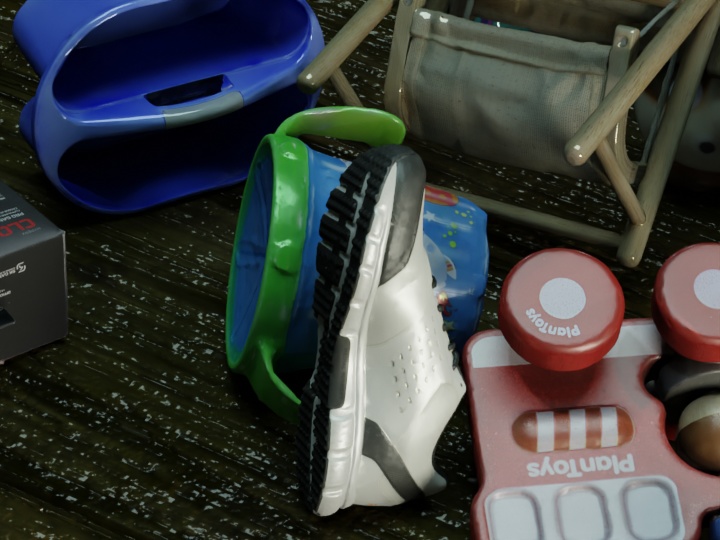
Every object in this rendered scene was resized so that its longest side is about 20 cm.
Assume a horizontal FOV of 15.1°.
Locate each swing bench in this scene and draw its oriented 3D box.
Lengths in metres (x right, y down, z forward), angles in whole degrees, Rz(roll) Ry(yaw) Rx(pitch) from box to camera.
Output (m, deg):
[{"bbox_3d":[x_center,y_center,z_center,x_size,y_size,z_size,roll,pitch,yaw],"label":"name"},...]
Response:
[{"bbox_3d":[0.105,-0.136,1.623,0.198,0.130,0.200,17,67,31],"label":"swing bench"}]

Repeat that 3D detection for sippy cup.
[{"bbox_3d":[0.000,0.000,1.520,0.130,0.179,0.140,9,5,-10],"label":"sippy cup"}]

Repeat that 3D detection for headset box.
[{"bbox_3d":[-0.270,-0.005,1.543,0.148,0.078,0.200,-22,40,-31],"label":"headset box"}]

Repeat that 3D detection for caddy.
[{"bbox_3d":[-0.118,-0.115,1.658,0.199,0.142,0.105,-17,34,-26],"label":"caddy"}]

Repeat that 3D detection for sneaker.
[{"bbox_3d":[0.017,0.031,1.420,0.080,0.201,0.074,2,19,-16],"label":"sneaker"}]

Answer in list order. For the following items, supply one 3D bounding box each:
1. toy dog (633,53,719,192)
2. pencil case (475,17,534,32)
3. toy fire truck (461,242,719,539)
[{"bbox_3d":[0.261,-0.130,1.713,0.200,0.140,0.194,-24,30,-33],"label":"toy dog"},{"bbox_3d":[0.158,-0.179,1.818,0.199,0.086,0.092,-8,-4,-17],"label":"pencil case"},{"bbox_3d":[0.150,0.085,1.437,0.199,0.112,0.169,-2,59,-7],"label":"toy fire truck"}]
